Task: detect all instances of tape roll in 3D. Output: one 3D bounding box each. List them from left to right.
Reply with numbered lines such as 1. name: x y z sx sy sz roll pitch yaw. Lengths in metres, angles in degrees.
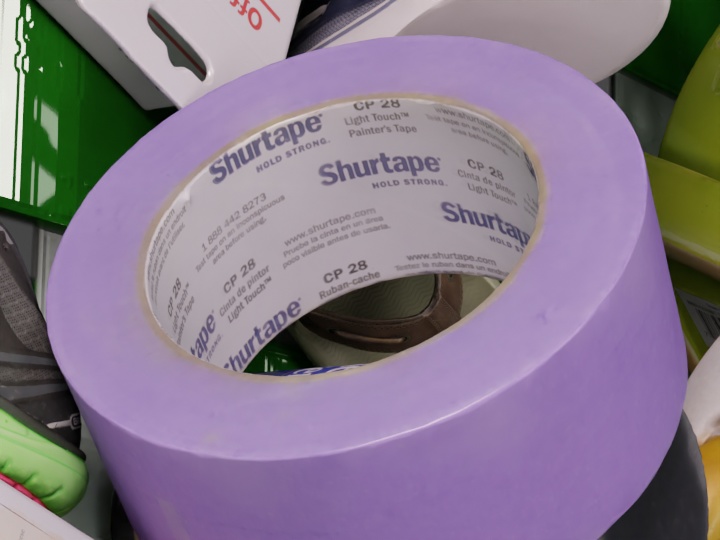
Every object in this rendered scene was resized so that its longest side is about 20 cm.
1. tape roll: 0.003 0.016 0.828 0.085 0.199 0.200 70 34 -40

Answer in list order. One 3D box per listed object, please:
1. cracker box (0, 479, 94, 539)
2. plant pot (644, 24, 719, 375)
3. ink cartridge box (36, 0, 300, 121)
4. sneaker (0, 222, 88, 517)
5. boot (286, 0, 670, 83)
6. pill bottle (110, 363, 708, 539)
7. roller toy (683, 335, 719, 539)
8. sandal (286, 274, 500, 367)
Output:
1. cracker box: -0.152 0.118 0.748 0.200 0.058 0.134 39 53 -34
2. plant pot: 0.249 -0.018 1.260 0.181 0.200 0.199 -41 124 -14
3. ink cartridge box: -0.073 -0.143 0.932 0.116 0.066 0.201 46 48 -43
4. sneaker: -0.154 0.008 0.792 0.200 0.076 0.084 53 31 -46
5. boot: 0.040 -0.111 0.984 0.073 0.200 0.091 38 50 -34
6. pill bottle: 0.018 0.088 0.906 0.112 0.199 0.112 13 75 -55
7. roller toy: 0.203 0.104 1.091 0.200 0.139 0.183 -47 145 -27
8. sandal: -0.001 0.000 1.000 0.080 0.057 0.201 -50 127 -4
